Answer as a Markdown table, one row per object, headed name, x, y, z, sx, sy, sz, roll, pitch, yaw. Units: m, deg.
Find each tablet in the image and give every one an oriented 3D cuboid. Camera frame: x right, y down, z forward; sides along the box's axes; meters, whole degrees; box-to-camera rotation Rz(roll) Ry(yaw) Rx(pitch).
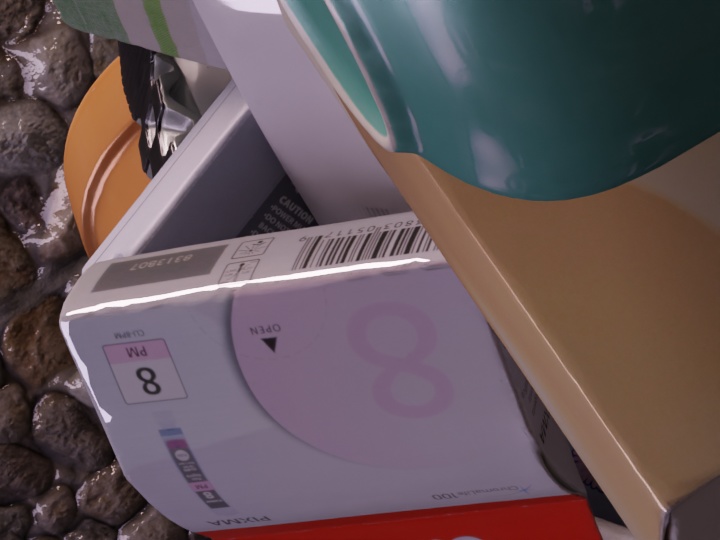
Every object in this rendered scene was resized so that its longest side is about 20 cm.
| name | x | y | z | sx | sy | sz | roll | pitch | yaw |
| --- | --- | --- | --- | --- | --- | --- | --- | --- | --- |
| tablet | 0.035 | -0.050 | 0.763 | 0.199 | 0.014 | 0.130 | 6 | 137 | 42 |

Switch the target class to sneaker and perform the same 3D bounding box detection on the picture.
| name | x | y | z | sx | sy | sz | roll | pitch | yaw |
| --- | --- | --- | --- | --- | --- | --- | --- | --- | --- |
| sneaker | -0.057 | -0.087 | 0.983 | 0.074 | 0.088 | 0.201 | 119 | 143 | -61 |

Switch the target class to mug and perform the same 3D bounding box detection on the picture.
| name | x | y | z | sx | sy | sz | roll | pitch | yaw |
| --- | --- | --- | --- | --- | --- | --- | --- | --- | --- |
| mug | 0.031 | -0.090 | 0.486 | 0.152 | 0.114 | 0.185 | 57 | 176 | 4 |

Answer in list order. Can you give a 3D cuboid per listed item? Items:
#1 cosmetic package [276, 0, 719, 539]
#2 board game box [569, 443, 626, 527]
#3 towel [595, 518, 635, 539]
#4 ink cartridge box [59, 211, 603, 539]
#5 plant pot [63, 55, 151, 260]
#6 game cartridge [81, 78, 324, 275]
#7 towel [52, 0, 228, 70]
| name | x | y | z | sx | sy | sz | roll | pitch | yaw |
| --- | --- | --- | --- | --- | --- | --- | --- | --- | --- |
| cosmetic package | 0.066 | -0.033 | 0.592 | 0.200 | 0.105 | 0.071 | 55 | 175 | 22 |
| board game box | 0.116 | 0.119 | 1.037 | 0.200 | 0.041 | 0.200 | 62 | 177 | -15 |
| towel | 0.127 | 0.168 | 0.903 | 0.200 | 0.023 | 0.153 | 17 | 136 | 52 |
| ink cartridge box | -0.001 | 0.077 | 0.831 | 0.057 | 0.162 | 0.201 | -59 | -44 | -57 |
| plant pot | -0.034 | -0.014 | 1.071 | 0.200 | 0.199 | 0.140 | 62 | -172 | -49 |
| game cartridge | 0.000 | 0.000 | 0.903 | 0.200 | 0.133 | 0.042 | 37 | -179 | -36 |
| towel | -0.029 | -0.104 | 0.860 | 0.199 | 0.024 | 0.153 | 15 | 166 | 5 |
